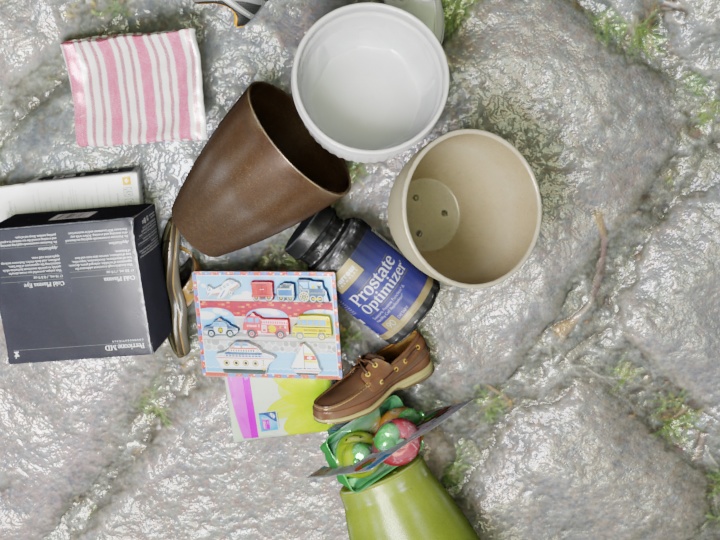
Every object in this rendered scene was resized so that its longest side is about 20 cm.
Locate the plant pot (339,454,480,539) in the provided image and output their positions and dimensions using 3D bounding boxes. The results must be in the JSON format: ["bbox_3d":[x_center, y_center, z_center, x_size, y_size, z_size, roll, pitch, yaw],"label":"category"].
[{"bbox_3d":[0.066,0.370,1.694,0.200,0.200,0.193,-23,92,4],"label":"plant pot"}]

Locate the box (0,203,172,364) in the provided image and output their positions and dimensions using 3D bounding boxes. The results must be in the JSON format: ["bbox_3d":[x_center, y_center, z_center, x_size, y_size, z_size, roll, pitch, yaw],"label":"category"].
[{"bbox_3d":[-0.365,0.016,1.569,0.200,0.104,0.182,-4,103,7],"label":"box"}]

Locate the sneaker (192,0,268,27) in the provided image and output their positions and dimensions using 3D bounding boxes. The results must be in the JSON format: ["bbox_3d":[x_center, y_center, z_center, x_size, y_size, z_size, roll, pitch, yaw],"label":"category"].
[{"bbox_3d":[-0.210,-0.385,1.542,0.200,0.078,0.077,28,108,-9],"label":"sneaker"}]

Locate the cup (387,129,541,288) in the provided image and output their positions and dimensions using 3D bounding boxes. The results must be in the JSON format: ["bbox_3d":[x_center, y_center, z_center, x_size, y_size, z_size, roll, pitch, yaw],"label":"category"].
[{"bbox_3d":[0.115,-0.076,1.571,0.200,0.143,0.200,1,88,-23],"label":"cup"}]

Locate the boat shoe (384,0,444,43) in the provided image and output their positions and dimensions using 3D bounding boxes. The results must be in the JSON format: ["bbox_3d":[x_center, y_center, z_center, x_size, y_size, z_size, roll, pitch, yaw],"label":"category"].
[{"bbox_3d":[0.060,-0.374,1.555,0.074,0.067,0.200,-19,104,3],"label":"boat shoe"}]

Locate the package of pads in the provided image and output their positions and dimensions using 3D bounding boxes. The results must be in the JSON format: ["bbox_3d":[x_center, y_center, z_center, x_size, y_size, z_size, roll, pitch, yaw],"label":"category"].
[{"bbox_3d":[-0.113,0.134,1.678,0.154,0.068,0.200,-7,105,1],"label":"package of pads"}]

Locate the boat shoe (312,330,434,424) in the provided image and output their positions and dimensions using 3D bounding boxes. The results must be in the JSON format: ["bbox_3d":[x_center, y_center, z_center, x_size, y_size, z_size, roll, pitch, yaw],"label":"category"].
[{"bbox_3d":[0.013,0.144,1.647,0.200,0.072,0.068,-27,118,-29],"label":"boat shoe"}]

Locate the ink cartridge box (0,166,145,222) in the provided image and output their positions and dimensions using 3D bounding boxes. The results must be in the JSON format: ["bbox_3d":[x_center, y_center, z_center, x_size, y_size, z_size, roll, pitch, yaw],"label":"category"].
[{"bbox_3d":[-0.386,-0.034,1.640,0.200,0.043,0.198,-6,104,-1],"label":"ink cartridge box"}]

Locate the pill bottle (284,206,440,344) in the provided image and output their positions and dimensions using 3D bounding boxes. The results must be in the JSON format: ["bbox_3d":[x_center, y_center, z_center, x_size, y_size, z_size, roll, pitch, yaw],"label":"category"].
[{"bbox_3d":[0.000,0.000,1.625,0.200,0.112,0.112,38,100,-11],"label":"pill bottle"}]

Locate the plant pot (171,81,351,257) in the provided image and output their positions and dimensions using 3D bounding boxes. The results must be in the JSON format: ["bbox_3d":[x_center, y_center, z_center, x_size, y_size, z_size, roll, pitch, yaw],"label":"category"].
[{"bbox_3d":[-0.147,-0.112,1.571,0.200,0.187,0.187,-39,102,21],"label":"plant pot"}]

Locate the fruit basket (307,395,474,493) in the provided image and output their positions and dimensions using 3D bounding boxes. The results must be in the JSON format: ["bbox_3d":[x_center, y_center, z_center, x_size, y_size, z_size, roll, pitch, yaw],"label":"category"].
[{"bbox_3d":[0.035,0.222,1.610,0.185,0.200,0.094,-30,86,-28],"label":"fruit basket"}]

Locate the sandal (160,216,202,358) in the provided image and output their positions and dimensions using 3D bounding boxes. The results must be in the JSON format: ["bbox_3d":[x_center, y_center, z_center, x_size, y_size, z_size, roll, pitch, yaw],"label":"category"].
[{"bbox_3d":[-0.241,0.022,1.644,0.055,0.082,0.200,-8,104,-17],"label":"sandal"}]

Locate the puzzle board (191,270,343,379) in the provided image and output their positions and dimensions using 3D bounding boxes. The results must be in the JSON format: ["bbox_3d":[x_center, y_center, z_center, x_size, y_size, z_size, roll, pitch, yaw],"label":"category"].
[{"bbox_3d":[-0.125,0.074,1.604,0.200,0.017,0.151,0,106,15],"label":"puzzle board"}]

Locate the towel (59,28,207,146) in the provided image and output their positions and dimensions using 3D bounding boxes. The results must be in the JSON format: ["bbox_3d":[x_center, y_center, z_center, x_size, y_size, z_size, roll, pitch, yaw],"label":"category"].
[{"bbox_3d":[-0.295,-0.236,1.564,0.200,0.030,0.146,0,106,22],"label":"towel"}]

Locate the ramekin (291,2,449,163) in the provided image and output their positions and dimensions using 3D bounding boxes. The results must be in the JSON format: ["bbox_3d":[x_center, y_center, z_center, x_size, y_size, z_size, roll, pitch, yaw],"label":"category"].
[{"bbox_3d":[0.009,-0.232,1.543,0.200,0.105,0.200,1,80,-5],"label":"ramekin"}]
